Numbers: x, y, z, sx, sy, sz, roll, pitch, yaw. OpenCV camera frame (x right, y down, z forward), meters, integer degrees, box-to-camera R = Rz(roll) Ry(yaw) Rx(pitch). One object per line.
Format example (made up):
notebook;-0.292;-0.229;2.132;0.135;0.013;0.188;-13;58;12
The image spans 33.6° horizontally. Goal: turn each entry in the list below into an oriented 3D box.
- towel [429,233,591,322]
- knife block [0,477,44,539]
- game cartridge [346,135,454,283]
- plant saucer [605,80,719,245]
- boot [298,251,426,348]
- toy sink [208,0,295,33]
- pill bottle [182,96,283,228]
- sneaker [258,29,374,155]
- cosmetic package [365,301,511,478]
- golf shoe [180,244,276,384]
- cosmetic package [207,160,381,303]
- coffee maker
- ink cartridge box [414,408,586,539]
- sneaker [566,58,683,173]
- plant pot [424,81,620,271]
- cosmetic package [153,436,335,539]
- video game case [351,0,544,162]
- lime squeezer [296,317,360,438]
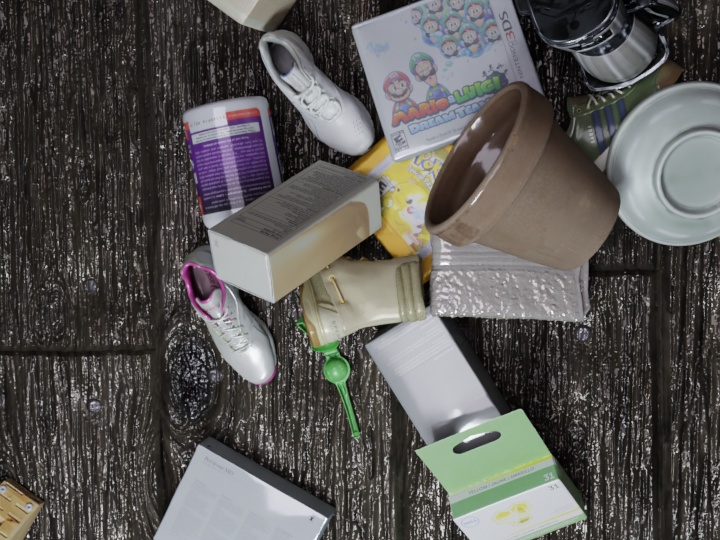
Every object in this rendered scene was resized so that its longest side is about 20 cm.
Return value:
towel;0.182;-0.005;1.451;0.199;0.034;0.133;2;81;-5
knife block;-0.537;0.412;1.686;0.064;0.176;0.200;33;57;6
game cartridge;0.093;-0.109;1.500;0.200;0.032;0.176;-41;86;14
plant saucer;0.388;-0.118;1.387;0.200;0.050;0.201;-2;110;-4
boot;0.000;0.000;1.477;0.155;0.200;0.073;-13;132;3
toy sink;-0.174;-0.401;1.481;0.200;0.130;0.112;37;102;8
pill bottle;-0.154;-0.113;1.513;0.111;0.111;0.201;-10;93;13
sneaker;-0.063;-0.220;1.495;0.200;0.087;0.075;46;102;5
cosmetic package;0.105;0.145;1.496;0.107;0.090;0.200;-31;91;13
golf shoe;-0.177;0.064;1.548;0.075;0.092;0.200;-30;90;12
cosmetic package;-0.075;-0.050;1.435;0.105;0.200;0.071;23;134;36
coffee maker;0.245;-0.312;1.336;0.135;0.200;0.192;-45;65;15
ink cartridge box;0.173;0.263;1.452;0.145;0.048;0.200;-24;133;14
sneaker;0.289;-0.187;1.428;0.090;0.067;0.200;38;105;1
plant pot;0.197;-0.088;1.367;0.174;0.200;0.200;32;102;-13
cosmetic package;-0.155;0.338;1.589;0.200;0.052;0.151;29;103;8
video game case;0.108;-0.249;1.464;0.200;0.024;0.182;-18;82;9
lime squeezer;-0.035;0.122;1.537;0.038;0.071;0.200;-25;120;-2
